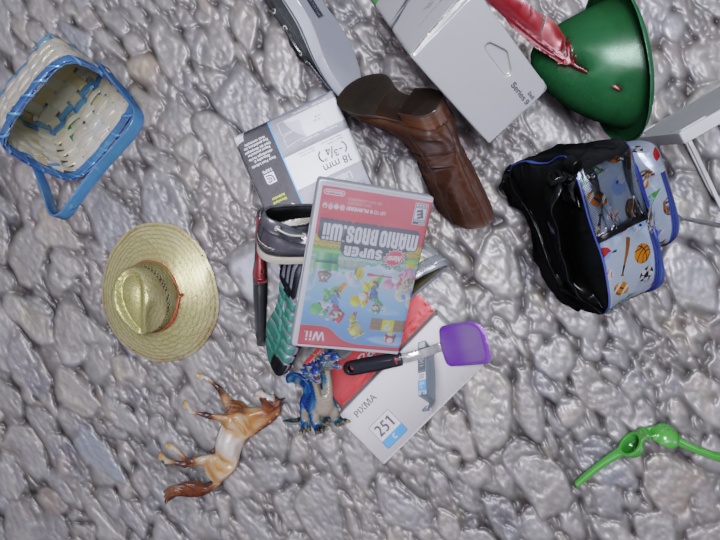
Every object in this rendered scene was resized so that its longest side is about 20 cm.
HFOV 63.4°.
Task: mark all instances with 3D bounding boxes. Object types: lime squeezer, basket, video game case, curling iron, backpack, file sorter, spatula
[{"bbox_3d":[0.379,0.239,0.777,0.195,0.038,0.072,-14,126,8],"label":"lime squeezer"},{"bbox_3d":[-0.370,-0.191,0.755,0.176,0.139,0.202,-42,60,11],"label":"basket"},{"bbox_3d":[0.000,0.000,0.696,0.139,0.017,0.205,6,108,-16],"label":"video game case"},{"bbox_3d":[-0.131,0.007,0.814,0.048,0.026,0.206,9,98,3],"label":"curling iron"},{"bbox_3d":[0.270,-0.053,0.684,0.150,0.200,0.196,-16,100,-1],"label":"backpack"},{"bbox_3d":[0.450,-0.152,0.665,0.197,0.139,0.127,-29,96,10],"label":"file sorter"},{"bbox_3d":[0.069,0.109,0.757,0.195,0.021,0.058,-13,95,11],"label":"spatula"}]

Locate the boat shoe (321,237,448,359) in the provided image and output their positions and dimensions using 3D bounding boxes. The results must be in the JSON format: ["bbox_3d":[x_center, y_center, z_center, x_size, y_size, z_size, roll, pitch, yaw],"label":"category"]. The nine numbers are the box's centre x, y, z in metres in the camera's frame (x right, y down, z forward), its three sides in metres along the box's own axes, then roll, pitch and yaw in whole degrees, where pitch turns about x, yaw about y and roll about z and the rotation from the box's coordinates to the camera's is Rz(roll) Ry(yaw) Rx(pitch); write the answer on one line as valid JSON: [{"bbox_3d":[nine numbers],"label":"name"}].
[{"bbox_3d":[0.027,0.043,0.758,0.202,0.074,0.065,-46,59,2],"label":"boat shoe"}]

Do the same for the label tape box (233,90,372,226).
[{"bbox_3d":[-0.058,-0.105,0.760,0.141,0.063,0.204,-24,93,-2],"label":"label tape box"}]

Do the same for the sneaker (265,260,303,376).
[{"bbox_3d":[-0.070,0.060,0.784,0.086,0.075,0.203,-6,131,-31],"label":"sneaker"}]

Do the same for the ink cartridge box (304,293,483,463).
[{"bbox_3d":[0.039,0.129,0.798,0.176,0.045,0.200,44,100,0],"label":"ink cartridge box"}]

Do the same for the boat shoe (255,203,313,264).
[{"bbox_3d":[-0.029,-0.052,0.706,0.194,0.074,0.064,-6,134,-13],"label":"boat shoe"}]

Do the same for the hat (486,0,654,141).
[{"bbox_3d":[0.206,-0.223,0.662,0.171,0.166,0.206,-15,87,1],"label":"hat"}]

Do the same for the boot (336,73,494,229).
[{"bbox_3d":[0.071,-0.141,0.730,0.065,0.201,0.185,-48,45,-9],"label":"boot"}]

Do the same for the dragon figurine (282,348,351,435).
[{"bbox_3d":[-0.063,0.159,0.771,0.057,0.200,0.102,-12,82,-22],"label":"dragon figurine"}]

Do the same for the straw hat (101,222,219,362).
[{"bbox_3d":[-0.299,0.038,0.810,0.195,0.085,0.207,1,97,7],"label":"straw hat"}]

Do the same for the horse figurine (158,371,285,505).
[{"bbox_3d":[-0.207,0.243,0.835,0.130,0.050,0.204,26,91,-14],"label":"horse figurine"}]

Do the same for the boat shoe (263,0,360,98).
[{"bbox_3d":[-0.067,-0.308,0.756,0.056,0.068,0.203,-22,102,44],"label":"boat shoe"}]

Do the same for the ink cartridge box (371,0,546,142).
[{"bbox_3d":[0.099,-0.255,0.639,0.084,0.202,0.145,-41,127,20],"label":"ink cartridge box"}]
